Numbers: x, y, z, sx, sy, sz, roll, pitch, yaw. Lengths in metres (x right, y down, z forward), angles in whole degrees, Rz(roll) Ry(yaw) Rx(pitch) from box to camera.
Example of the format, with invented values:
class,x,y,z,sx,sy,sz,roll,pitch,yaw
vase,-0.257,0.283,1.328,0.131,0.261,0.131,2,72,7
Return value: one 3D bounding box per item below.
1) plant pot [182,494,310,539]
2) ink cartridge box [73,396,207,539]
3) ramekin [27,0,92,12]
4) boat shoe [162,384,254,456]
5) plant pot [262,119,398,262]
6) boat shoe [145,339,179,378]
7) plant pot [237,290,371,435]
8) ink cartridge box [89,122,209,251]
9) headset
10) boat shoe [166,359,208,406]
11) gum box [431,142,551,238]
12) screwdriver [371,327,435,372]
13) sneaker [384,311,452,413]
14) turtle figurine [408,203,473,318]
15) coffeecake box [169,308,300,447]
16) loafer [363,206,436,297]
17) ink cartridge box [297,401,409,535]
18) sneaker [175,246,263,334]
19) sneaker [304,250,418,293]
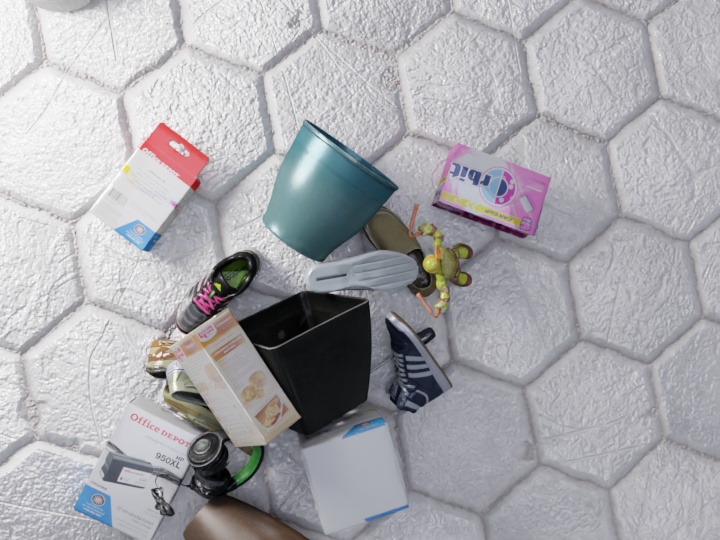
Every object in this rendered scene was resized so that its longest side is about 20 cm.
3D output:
class,x,y,z,sx,sy,sz,roll,pitch,yaw
plant pot,-0.200,0.483,1.223,0.200,0.187,0.187,39,85,11
ink cartridge box,-0.377,0.341,1.242,0.144,0.084,0.201,27,85,-5
ramekin,-0.537,-0.552,1.247,0.199,0.105,0.201,0,88,-6
boat shoe,-0.261,0.264,1.266,0.200,0.073,0.063,26,98,-14
plant pot,-0.068,-0.127,1.245,0.200,0.200,0.188,36,100,-3
boat shoe,-0.276,0.146,1.266,0.199,0.076,0.074,0,68,-12
plant pot,-0.097,0.157,1.208,0.199,0.200,0.178,-25,109,-35
ink cartridge box,-0.366,-0.147,1.269,0.116,0.067,0.200,37,85,-4
headset,-0.247,0.338,1.192,0.199,0.094,0.124,-17,125,-29
boat shoe,-0.246,0.213,1.233,0.199,0.072,0.062,23,44,-33
gum box,0.247,-0.144,1.331,0.199,0.066,0.114,19,85,-5
screwdriver,0.051,0.161,1.318,0.199,0.028,0.029,-28,120,-9
sneaker,0.075,0.172,1.278,0.108,0.070,0.200,-38,117,-3
turtle figurine,0.151,-0.020,1.272,0.064,0.161,0.201,-15,83,31
coffeecake box,-0.201,0.173,1.125,0.073,0.153,0.201,-35,94,-30
loafer,0.077,-0.039,1.309,0.076,0.067,0.200,-40,92,-6
ink cartridge box,-0.018,0.328,1.221,0.146,0.200,0.145,-17,92,-6
sneaker,-0.253,0.033,1.264,0.200,0.087,0.074,-44,93,-5
sneaker,0.000,0.000,1.262,0.199,0.071,0.074,-3,97,-8
